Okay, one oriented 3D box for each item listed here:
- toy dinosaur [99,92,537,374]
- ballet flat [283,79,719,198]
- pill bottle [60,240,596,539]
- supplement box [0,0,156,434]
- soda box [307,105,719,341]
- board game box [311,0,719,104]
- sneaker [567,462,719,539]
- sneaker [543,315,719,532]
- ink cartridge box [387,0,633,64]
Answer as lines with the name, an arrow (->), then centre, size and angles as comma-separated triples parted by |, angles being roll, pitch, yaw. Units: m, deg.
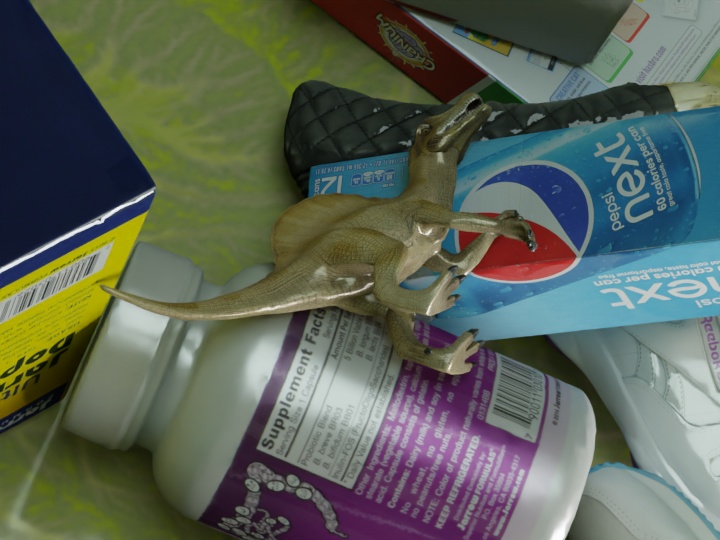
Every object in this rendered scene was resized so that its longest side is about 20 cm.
toy dinosaur -> 0.000, 0.000, 0.904 | 0.101, 0.058, 0.200 | 29, 45, 32
ballet flat -> 0.064, -0.068, 1.027 | 0.200, 0.066, 0.057 | -5, 76, 4
pill bottle -> -0.015, 0.064, 0.942 | 0.200, 0.112, 0.112 | 23, 60, -6
supplement box -> -0.167, -0.006, 0.875 | 0.109, 0.200, 0.109 | -29, 76, -27
soda box -> 0.078, -0.015, 0.972 | 0.200, 0.068, 0.064 | -8, 61, 23
board game box -> 0.077, -0.144, 1.113 | 0.200, 0.040, 0.153 | 38, 60, 3
sneaker -> 0.124, 0.174, 0.955 | 0.081, 0.077, 0.200 | -13, 68, -21
sneaker -> 0.150, 0.041, 1.009 | 0.200, 0.100, 0.075 | 53, 23, 10
ink cartridge box -> 0.068, -0.216, 1.073 | 0.147, 0.083, 0.200 | 17, 61, -9
